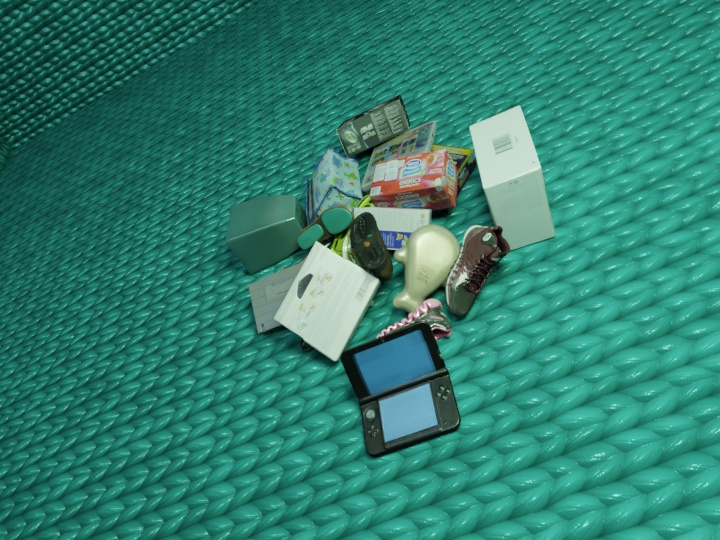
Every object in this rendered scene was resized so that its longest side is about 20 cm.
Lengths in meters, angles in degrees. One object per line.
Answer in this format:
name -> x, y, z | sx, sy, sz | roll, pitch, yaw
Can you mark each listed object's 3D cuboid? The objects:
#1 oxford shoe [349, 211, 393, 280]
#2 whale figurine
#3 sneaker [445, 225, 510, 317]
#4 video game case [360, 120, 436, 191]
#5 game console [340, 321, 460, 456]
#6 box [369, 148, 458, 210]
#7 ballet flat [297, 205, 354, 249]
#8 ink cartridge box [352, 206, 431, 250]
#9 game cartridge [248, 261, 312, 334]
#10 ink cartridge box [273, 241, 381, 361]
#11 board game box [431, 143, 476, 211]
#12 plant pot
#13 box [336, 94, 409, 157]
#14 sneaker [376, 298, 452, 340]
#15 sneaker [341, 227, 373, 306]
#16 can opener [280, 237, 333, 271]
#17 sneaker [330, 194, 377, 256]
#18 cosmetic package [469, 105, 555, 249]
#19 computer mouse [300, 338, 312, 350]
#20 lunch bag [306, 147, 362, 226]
oxford shoe -> 0.026, -0.053, 1.211 | 0.071, 0.085, 0.204 | -28, 45, 13
whale figurine -> 0.141, 0.002, 1.174 | 0.155, 0.104, 0.206 | 25, 87, 0
sneaker -> 0.243, -0.005, 1.082 | 0.114, 0.074, 0.207 | -9, 60, 60
video game case -> 0.103, -0.304, 1.410 | 0.194, 0.024, 0.186 | -14, 43, 35
game console -> 0.072, 0.227, 1.010 | 0.194, 0.119, 0.175 | -22, 46, 13
box -> 0.129, -0.204, 1.264 | 0.194, 0.095, 0.103 | -5, 62, 33
ballet flat -> -0.079, -0.115, 1.334 | 0.197, 0.069, 0.072 | -32, 7, 37
ink cartridge box -> 0.074, -0.100, 1.271 | 0.192, 0.099, 0.037 | 5, 13, 19
game cartridge -> -0.179, 0.063, 1.310 | 0.193, 0.038, 0.135 | -19, 73, 15
ink cartridge box -> -0.073, 0.068, 1.188 | 0.172, 0.045, 0.205 | 30, 86, 12
board game box -> 0.178, -0.248, 1.375 | 0.196, 0.057, 0.167 | 19, 64, 40
plant pot -> -0.246, -0.113, 1.461 | 0.193, 0.143, 0.145 | -17, 47, 13
box -> 0.040, -0.418, 1.527 | 0.194, 0.088, 0.165 | -21, 19, 14
sneaker -> 0.105, 0.150, 1.092 | 0.197, 0.079, 0.096 | -37, 56, 0
sneaker -> 0.000, 0.000, 1.256 | 0.085, 0.077, 0.209 | -1, 78, 3
can opener -> -0.141, -0.014, 1.382 | 0.200, 0.079, 0.063 | -44, 7, -13
sneaker -> -0.004, -0.092, 1.344 | 0.202, 0.082, 0.074 | -51, 37, 11
cosmetic package -> 0.325, -0.193, 1.141 | 0.119, 0.202, 0.205 | -17, 47, 19
computer mouse -> -0.095, 0.090, 1.239 | 0.057, 0.034, 0.207 | 18, 83, 19
lunch bag -> -0.089, -0.193, 1.432 | 0.201, 0.124, 0.174 | -52, 30, 38
